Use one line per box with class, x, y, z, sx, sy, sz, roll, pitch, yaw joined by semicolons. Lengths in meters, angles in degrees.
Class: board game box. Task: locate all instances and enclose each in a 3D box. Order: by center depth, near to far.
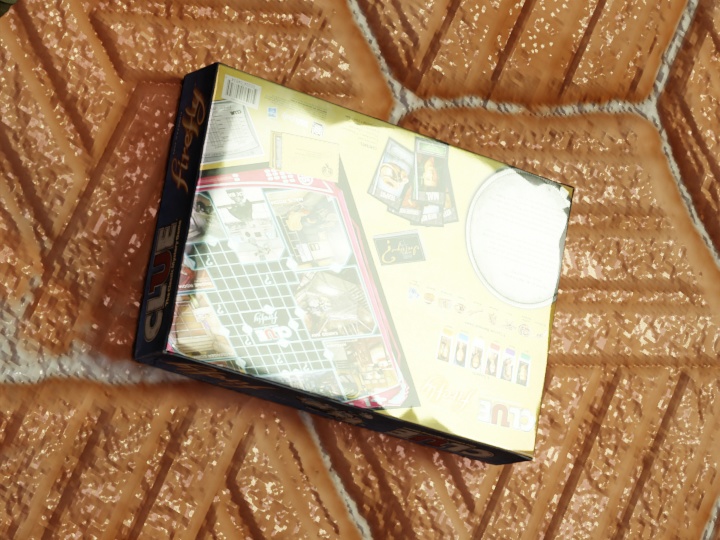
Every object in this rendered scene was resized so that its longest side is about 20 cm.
board game box;0.000;0.000;1.371;0.199;0.035;0.136;18;73;-28

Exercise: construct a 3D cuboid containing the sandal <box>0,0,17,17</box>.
sandal;-0.201;-0.171;1.232;0.082;0.055;0.200;-42;143;6
